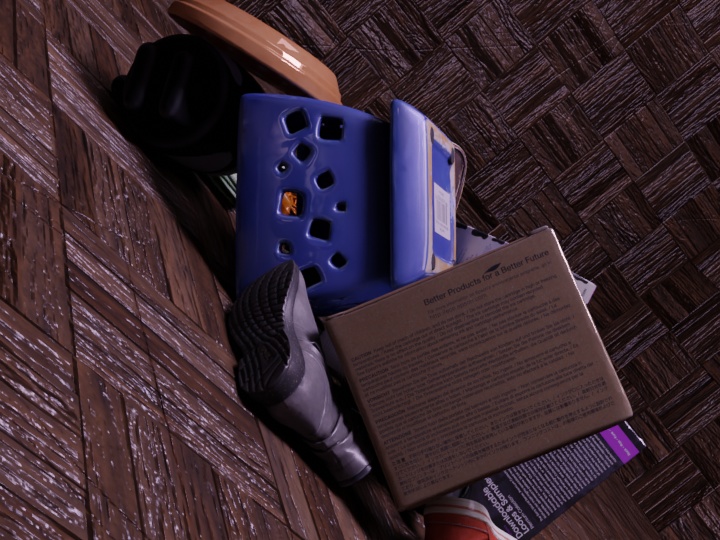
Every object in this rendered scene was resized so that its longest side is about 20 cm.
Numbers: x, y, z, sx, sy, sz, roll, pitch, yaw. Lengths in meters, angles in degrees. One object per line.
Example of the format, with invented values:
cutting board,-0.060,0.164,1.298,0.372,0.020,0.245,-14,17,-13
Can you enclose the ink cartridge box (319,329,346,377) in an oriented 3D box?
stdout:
ink cartridge box,0.048,0.102,1.118,0.200,0.041,0.199,28,4,35

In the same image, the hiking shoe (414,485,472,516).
hiking shoe,0.079,0.190,1.126,0.101,0.076,0.200,44,8,-15

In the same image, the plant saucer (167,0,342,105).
plant saucer,-0.100,-0.219,1.175,0.200,0.038,0.200,31,2,-1

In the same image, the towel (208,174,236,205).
towel,-0.159,-0.171,1.369,0.200,0.031,0.149,49,36,9

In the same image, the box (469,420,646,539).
box,0.191,0.199,1.292,0.143,0.200,0.036,53,-9,11

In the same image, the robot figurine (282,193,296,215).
robot figurine,-0.140,-0.141,1.481,0.145,0.058,0.200,41,13,-53

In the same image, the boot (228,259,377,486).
boot,-0.046,0.086,0.978,0.132,0.070,0.200,50,18,-26

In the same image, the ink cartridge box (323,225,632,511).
ink cartridge box,0.094,0.081,0.945,0.075,0.199,0.165,48,20,-77

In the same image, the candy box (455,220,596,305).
candy box,0.129,0.040,1.153,0.061,0.137,0.200,25,3,-27

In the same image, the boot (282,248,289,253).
boot,0.000,0.000,1.297,0.200,0.146,0.070,47,4,-29

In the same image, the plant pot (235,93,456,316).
plant pot,-0.005,-0.059,1.132,0.200,0.179,0.201,18,70,-74

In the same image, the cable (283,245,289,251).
cable,-0.021,-0.061,1.327,0.097,0.200,0.051,20,56,-9

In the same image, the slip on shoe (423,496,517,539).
slip on shoe,0.100,0.256,1.032,0.200,0.074,0.061,54,41,-56

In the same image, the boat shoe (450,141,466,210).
boat shoe,0.067,-0.045,1.243,0.072,0.201,0.072,31,-7,-21

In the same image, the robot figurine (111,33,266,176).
robot figurine,-0.168,-0.167,1.213,0.151,0.125,0.200,56,9,17
